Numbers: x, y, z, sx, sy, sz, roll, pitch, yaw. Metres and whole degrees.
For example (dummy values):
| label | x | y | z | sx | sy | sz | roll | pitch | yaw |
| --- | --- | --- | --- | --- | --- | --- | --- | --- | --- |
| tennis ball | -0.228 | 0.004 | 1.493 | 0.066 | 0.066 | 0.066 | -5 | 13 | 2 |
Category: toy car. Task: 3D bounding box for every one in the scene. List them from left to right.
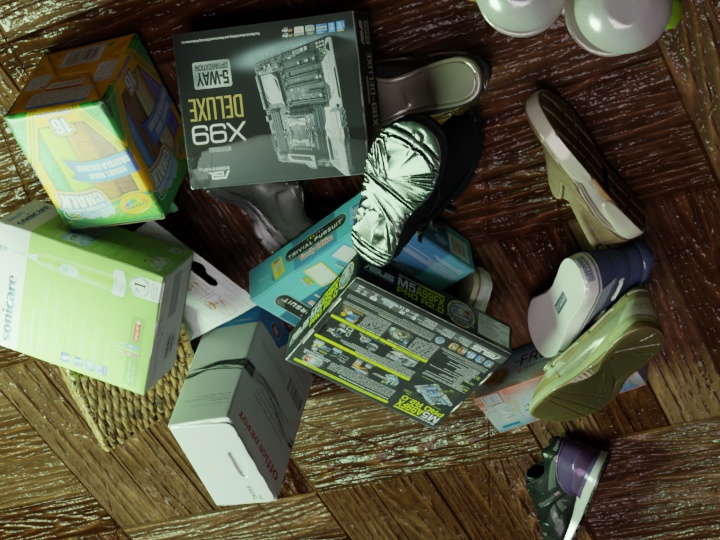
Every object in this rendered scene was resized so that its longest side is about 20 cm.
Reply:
| label | x | y | z | sx | sy | sz | roll | pitch | yaw |
| --- | --- | --- | --- | --- | --- | --- | --- | --- | --- |
| toy car | 0.191 | -0.274 | 1.273 | 0.199 | 0.175 | 0.151 | 13 | 97 | 4 |

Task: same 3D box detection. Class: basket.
| label | x | y | z | sx | sy | sz | roll | pitch | yaw |
| --- | --- | --- | --- | --- | --- | --- | --- | --- | --- |
| basket | -0.291 | 0.095 | 1.746 | 0.149 | 0.143 | 0.200 | -30 | 150 | -13 |

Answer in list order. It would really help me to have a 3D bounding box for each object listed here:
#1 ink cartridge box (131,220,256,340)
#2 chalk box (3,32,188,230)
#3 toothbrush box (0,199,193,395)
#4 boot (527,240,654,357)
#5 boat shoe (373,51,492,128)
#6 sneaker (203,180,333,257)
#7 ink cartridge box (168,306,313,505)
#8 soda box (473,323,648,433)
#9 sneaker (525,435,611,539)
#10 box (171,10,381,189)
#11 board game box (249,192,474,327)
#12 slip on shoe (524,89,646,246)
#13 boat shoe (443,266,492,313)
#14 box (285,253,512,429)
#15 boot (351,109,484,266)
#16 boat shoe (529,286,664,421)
| label | x | y | z | sx | sy | sz | roll | pitch | yaw |
| --- | --- | --- | --- | --- | --- | --- | --- | --- | --- |
| ink cartridge box | -0.220 | 0.004 | 1.665 | 0.162 | 0.050 | 0.200 | 39 | 141 | -20 |
| chalk box | -0.262 | -0.126 | 1.532 | 0.124 | 0.124 | 0.201 | -8 | 129 | 22 |
| toothbrush box | -0.296 | 0.028 | 1.575 | 0.199 | 0.086 | 0.146 | 17 | 114 | 11 |
| boot | 0.251 | 0.033 | 1.578 | 0.090 | 0.073 | 0.200 | -15 | 161 | -17 |
| boat shoe | 0.038 | -0.180 | 1.450 | 0.199 | 0.057 | 0.067 | -6 | 102 | 25 |
| sneaker | -0.106 | -0.100 | 1.560 | 0.091 | 0.076 | 0.200 | -28 | 129 | 26 |
| ink cartridge box | -0.137 | 0.154 | 1.702 | 0.084 | 0.201 | 0.145 | -9 | 128 | 22 |
| soda box | 0.230 | 0.118 | 1.661 | 0.199 | 0.069 | 0.064 | -22 | 121 | 31 |
| sneaker | 0.246 | 0.280 | 1.818 | 0.087 | 0.076 | 0.201 | 24 | 131 | 13 |
| box | -0.082 | -0.168 | 1.440 | 0.199 | 0.050 | 0.159 | -3 | 97 | 21 |
| board game box | 0.000 | 0.000 | 1.588 | 0.200 | 0.047 | 0.151 | -33 | 133 | 29 |
| slip on shoe | 0.216 | -0.098 | 1.468 | 0.060 | 0.076 | 0.200 | -25 | 129 | 29 |
| boat shoe | 0.114 | 0.071 | 1.656 | 0.068 | 0.075 | 0.200 | 8 | 135 | -18 |
| box | 0.042 | 0.080 | 1.588 | 0.199 | 0.044 | 0.160 | 26 | 132 | -16 |
| boot | 0.070 | -0.106 | 1.413 | 0.073 | 0.162 | 0.199 | 35 | 138 | 13 |
| boat shoe | 0.251 | 0.096 | 1.562 | 0.073 | 0.063 | 0.201 | 16 | 138 | -22 |
